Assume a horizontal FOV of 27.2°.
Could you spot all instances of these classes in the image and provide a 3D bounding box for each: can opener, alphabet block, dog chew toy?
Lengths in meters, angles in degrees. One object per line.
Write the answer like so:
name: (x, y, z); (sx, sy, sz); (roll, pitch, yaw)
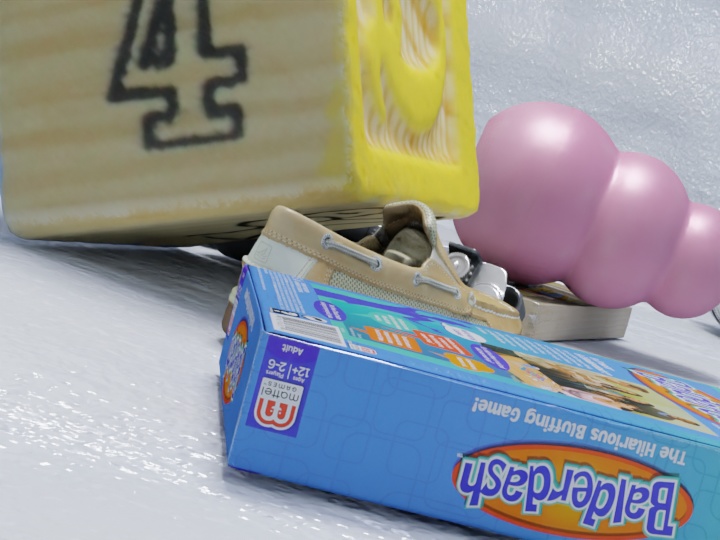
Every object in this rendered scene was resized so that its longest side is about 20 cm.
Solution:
can opener: (0.000, 0.000, 0.890); (0.199, 0.053, 0.067); (20, -27, 25)
alphabet block: (-0.061, -0.118, 0.795); (0.199, 0.198, 0.195); (-5, -1, 21)
dog chew toy: (0.164, -0.031, 1.000); (0.199, 0.125, 0.125); (25, 7, 3)

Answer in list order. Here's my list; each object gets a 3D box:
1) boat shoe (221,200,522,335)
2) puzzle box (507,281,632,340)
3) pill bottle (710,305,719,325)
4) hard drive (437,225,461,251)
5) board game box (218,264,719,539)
boat shoe: (0.022, 0.006, 0.697); (0.071, 0.077, 0.199); (19, 7, 33)
puzzle box: (0.099, 0.017, 1.040); (0.132, 0.026, 0.200); (19, 7, 26)
pill bottle: (0.377, 0.017, 1.343); (0.110, 0.112, 0.200); (14, 6, -10)
hard drive: (0.031, -0.028, 1.273); (0.131, 0.026, 0.200); (16, 6, -3)
board game box: (0.053, 0.052, 0.509); (0.199, 0.045, 0.152); (14, 6, -7)
